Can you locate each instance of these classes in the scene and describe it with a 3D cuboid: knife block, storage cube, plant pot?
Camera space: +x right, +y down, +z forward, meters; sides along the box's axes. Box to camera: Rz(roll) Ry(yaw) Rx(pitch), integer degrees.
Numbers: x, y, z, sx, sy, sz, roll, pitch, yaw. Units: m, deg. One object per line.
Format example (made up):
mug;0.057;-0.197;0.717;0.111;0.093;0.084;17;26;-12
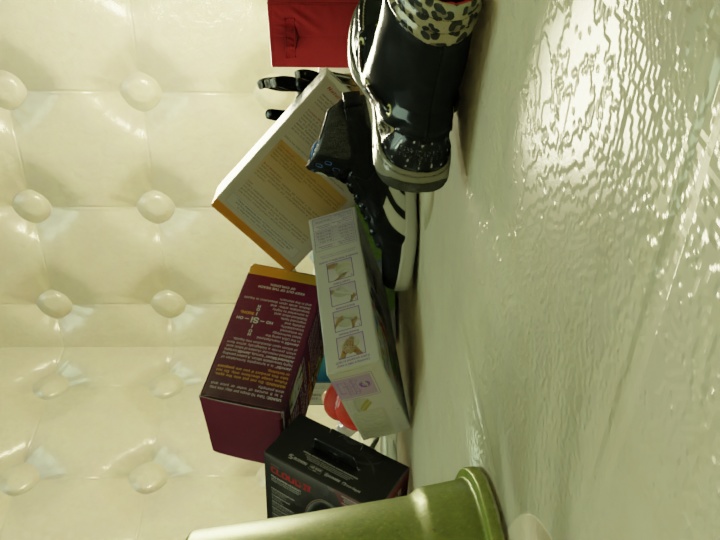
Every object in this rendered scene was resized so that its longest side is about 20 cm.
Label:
knife block;-0.046;-0.223;1.122;0.200;0.173;0.065;-119;30;-84
storage cube;-0.064;-0.459;1.424;0.171;0.178;0.202;98;171;-67
plant pot;-0.016;0.223;0.509;0.200;0.182;0.203;179;90;-87

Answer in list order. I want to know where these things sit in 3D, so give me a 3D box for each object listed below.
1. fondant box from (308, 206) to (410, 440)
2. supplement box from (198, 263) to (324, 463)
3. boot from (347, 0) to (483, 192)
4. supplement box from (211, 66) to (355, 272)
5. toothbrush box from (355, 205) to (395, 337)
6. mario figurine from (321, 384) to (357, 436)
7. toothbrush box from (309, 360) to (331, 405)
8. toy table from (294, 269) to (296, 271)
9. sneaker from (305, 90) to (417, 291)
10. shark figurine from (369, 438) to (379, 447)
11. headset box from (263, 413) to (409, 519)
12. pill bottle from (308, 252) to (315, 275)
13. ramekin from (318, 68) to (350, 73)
fondant box;-0.002;0.056;0.905;0.145;0.058;0.201;67;-170;-51
supplement box;-0.110;0.114;1.034;0.132;0.102;0.201;92;-169;-49
boot;0.037;-0.176;0.589;0.154;0.073;0.205;99;167;-52
supplement box;-0.062;-0.116;0.987;0.200;0.126;0.074;-44;17;13
toothbrush box;0.000;0.000;1.105;0.146;0.085;0.202;111;158;-83
mario figurine;-0.021;0.179;1.249;0.124;0.106;0.200;56;-175;1
toothbrush box;-0.056;0.140;1.556;0.086;0.145;0.202;95;173;-53
toy table;-0.043;0.036;1.286;0.200;0.182;0.118;119;135;-66
sneaker;0.000;-0.079;0.853;0.073;0.110;0.202;-101;11;-77
shark figurine;-0.015;0.324;1.259;0.089;0.213;0.129;43;114;31
headset box;-0.029;0.266;0.953;0.075;0.148;0.202;-42;-36;-45
pill bottle;-0.040;-0.069;1.556;0.114;0.112;0.202;101;169;-73
ramekin;-0.046;-0.475;1.840;0.202;0.093;0.205;180;90;-87
